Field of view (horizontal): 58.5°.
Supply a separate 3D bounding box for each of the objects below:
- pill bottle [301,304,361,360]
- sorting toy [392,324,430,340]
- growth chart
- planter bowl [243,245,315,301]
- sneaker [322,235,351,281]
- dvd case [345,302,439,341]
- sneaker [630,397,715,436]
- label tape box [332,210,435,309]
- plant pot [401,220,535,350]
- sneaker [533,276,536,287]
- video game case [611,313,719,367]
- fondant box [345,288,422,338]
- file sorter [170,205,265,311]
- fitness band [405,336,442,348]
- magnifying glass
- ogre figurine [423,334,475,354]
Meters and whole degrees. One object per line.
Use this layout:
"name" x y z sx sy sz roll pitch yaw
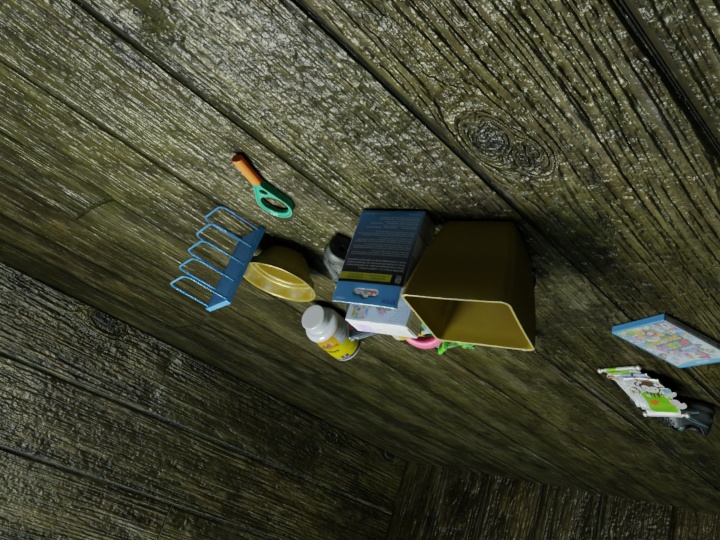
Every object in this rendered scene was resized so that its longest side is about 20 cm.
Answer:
"pill bottle" -0.087 0.179 1.886 0.108 0.110 0.200 2 152 35
"sorting toy" 0.113 0.100 1.448 0.198 0.037 0.185 -13 140 32
"growth chart" 0.701 0.298 1.582 0.200 0.018 0.145 44 151 -9
"planter bowl" -0.192 -0.005 1.587 0.198 0.084 0.201 16 157 7
"sneaker" 0.000 0.000 1.460 0.198 0.077 0.114 28 158 -12
"dvd case" 0.060 0.053 1.340 0.198 0.147 0.022 -19 145 17
"sneaker" 0.787 0.358 1.631 0.198 0.080 0.076 11 158 24
"label tape box" 0.046 -0.015 1.221 0.142 0.202 0.066 4 156 32
"plant pot" 0.218 0.018 1.187 0.198 0.178 0.200 3 152 31
"sneaker" 0.254 0.023 1.322 0.104 0.061 0.199 26 160 -28
"video game case" 0.653 0.151 1.346 0.198 0.018 0.143 26 156 -15
"fondant box" 0.069 0.027 1.297 0.143 0.202 0.058 4 153 34
"file sorter" -0.336 -0.028 1.502 0.122 0.202 0.138 32 155 -23
"fitness band" 0.156 0.102 1.519 0.143 0.038 0.201 32 130 1
"magnifying glass" -0.200 -0.167 1.309 0.079 0.023 0.200 7 154 28
"ogre figurine" 0.210 0.164 1.636 0.199 0.099 0.120 32 168 -2
